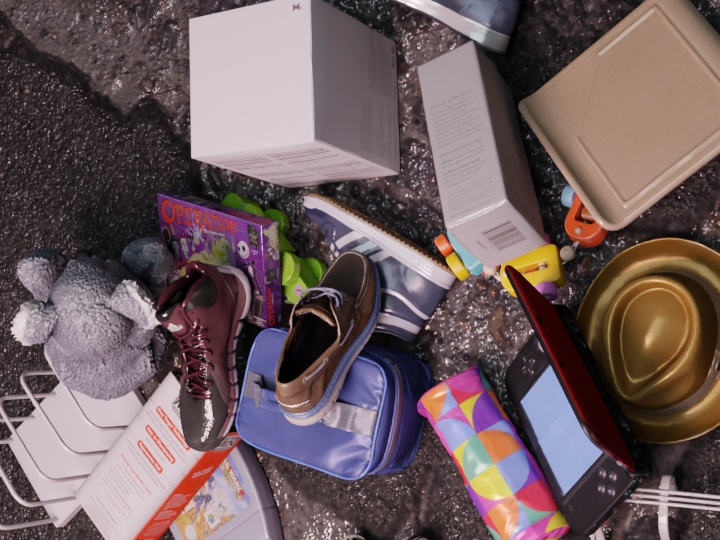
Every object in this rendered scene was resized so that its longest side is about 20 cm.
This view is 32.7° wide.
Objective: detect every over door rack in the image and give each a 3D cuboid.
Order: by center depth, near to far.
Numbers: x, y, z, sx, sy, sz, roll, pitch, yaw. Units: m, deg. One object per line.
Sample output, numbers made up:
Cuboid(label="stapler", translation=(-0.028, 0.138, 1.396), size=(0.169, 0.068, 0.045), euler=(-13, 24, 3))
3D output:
Cuboid(label="over door rack", translation=(0.282, 0.294, 1.154), size=(0.146, 0.067, 0.202), euler=(0, 65, 28))

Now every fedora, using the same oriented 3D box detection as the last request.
Cuboid(label="fedora", translation=(0.283, 0.067, 1.173), size=(0.199, 0.082, 0.203), euler=(-3, 84, 28))

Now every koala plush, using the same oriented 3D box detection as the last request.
Cuboid(label="koala plush", translation=(-0.289, 0.049, 1.346), size=(0.175, 0.200, 0.186), euler=(-7, 84, -8))

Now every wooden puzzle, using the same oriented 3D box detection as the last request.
Cuboid(label="wooden puzzle", translation=(0.277, -0.158, 1.203), size=(0.199, 0.037, 0.186), euler=(-36, 57, 11))

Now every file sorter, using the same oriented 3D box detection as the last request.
Cuboid(label="file sorter", translation=(-0.373, 0.200, 1.488), size=(0.200, 0.124, 0.139), euler=(-45, 68, 17))

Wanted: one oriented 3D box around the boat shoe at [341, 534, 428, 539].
Cuboid(label="boat shoe", translation=(-0.013, 0.320, 1.316), size=(0.199, 0.070, 0.064), euler=(-32, 73, 24))

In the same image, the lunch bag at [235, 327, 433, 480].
Cuboid(label="lunch bag", translation=(-0.038, 0.136, 1.311), size=(0.198, 0.132, 0.138), euler=(13, 91, 28))

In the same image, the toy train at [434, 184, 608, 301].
Cuboid(label="toy train", translation=(0.176, -0.039, 1.261), size=(0.198, 0.056, 0.152), euler=(12, 73, 35))

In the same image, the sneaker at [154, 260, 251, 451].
Cuboid(label="sneaker", translation=(-0.181, 0.084, 1.290), size=(0.075, 0.115, 0.203), euler=(-1, 77, 30))

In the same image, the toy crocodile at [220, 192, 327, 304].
Cuboid(label="toy crocodile", translation=(-0.098, -0.016, 1.394), size=(0.062, 0.067, 0.200), euler=(-48, 64, 19))

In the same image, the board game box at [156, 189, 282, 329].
Cuboid(label="board game box", translation=(-0.162, -0.016, 1.398), size=(0.199, 0.032, 0.122), euler=(17, 112, 45))

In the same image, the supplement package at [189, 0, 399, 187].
Cuboid(label="supplement package", translation=(-0.067, -0.185, 1.316), size=(0.149, 0.199, 0.154), euler=(-5, 82, 27))

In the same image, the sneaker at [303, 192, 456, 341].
Cuboid(label="sneaker", translation=(0.000, 0.000, 1.338), size=(0.199, 0.070, 0.109), euler=(31, 98, 24))

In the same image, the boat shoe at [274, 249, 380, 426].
Cuboid(label="boat shoe", translation=(-0.032, 0.054, 1.231), size=(0.071, 0.073, 0.202), euler=(5, 56, 21))

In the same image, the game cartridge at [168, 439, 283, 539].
Cuboid(label="game cartridge", translation=(-0.174, 0.254, 1.429), size=(0.133, 0.041, 0.201), euler=(-40, 69, 24))

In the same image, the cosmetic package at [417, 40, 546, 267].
Cuboid(label="cosmetic package", translation=(0.120, -0.118, 1.236), size=(0.073, 0.102, 0.202), euler=(-23, 56, 21))

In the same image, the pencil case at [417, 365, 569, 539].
Cuboid(label="pencil case", translation=(0.135, 0.198, 1.242), size=(0.088, 0.088, 0.201), euler=(-36, 69, 20))

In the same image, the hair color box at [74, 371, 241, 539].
Cuboid(label="hair color box", translation=(-0.231, 0.222, 1.408), size=(0.102, 0.061, 0.200), euler=(47, 108, 23))

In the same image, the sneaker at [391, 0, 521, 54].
Cuboid(label="sneaker", translation=(0.096, -0.339, 1.305), size=(0.201, 0.077, 0.147), euler=(29, 110, 17))

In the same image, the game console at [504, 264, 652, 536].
Cuboid(label="game console", translation=(0.174, 0.125, 1.150), size=(0.173, 0.118, 0.201), euler=(-58, 39, 38))
